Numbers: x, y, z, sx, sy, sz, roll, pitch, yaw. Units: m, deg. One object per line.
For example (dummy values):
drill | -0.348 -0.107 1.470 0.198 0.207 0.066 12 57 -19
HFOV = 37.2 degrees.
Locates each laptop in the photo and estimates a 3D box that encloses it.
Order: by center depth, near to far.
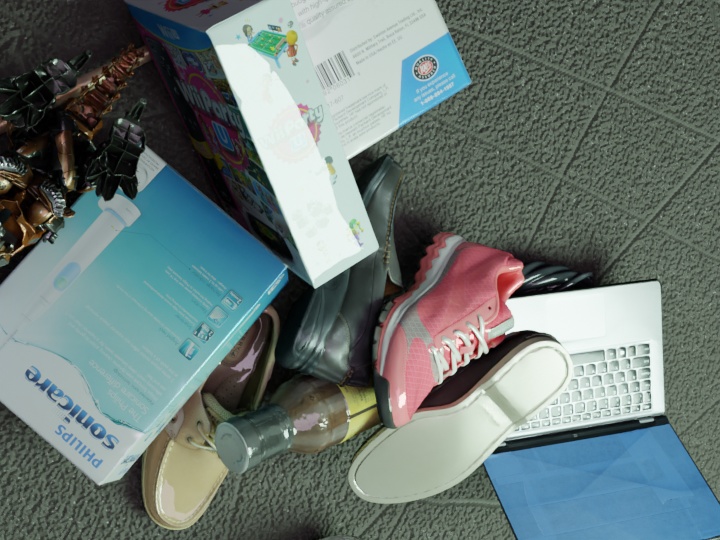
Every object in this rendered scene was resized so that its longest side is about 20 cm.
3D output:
laptop | 0.199 0.122 0.891 0.187 0.116 0.200 -6 99 -16

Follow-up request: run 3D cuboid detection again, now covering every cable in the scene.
cable | 0.135 0.071 0.953 0.163 0.051 0.200 42 85 -17

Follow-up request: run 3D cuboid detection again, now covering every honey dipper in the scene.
honey dipper | -0.202 -0.139 0.788 0.200 0.038 0.038 -29 108 -11

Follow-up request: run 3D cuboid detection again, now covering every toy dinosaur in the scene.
toy dinosaur | -0.211 -0.082 0.717 0.102 0.136 0.200 19 68 -26

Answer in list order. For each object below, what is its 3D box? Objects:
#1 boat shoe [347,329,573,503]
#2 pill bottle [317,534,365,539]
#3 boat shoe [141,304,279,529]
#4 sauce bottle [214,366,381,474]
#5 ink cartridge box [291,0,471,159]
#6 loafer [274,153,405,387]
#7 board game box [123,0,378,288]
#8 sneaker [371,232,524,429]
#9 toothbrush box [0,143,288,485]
boat shoe | 0.076 0.114 0.854 0.200 0.063 0.073 -35 107 4
pill bottle | 0.004 0.334 0.900 0.114 0.114 0.200 -32 109 -14
boat shoe | -0.118 0.114 0.842 0.071 0.065 0.200 19 91 -23
sauce bottle | -0.025 0.105 0.843 0.200 0.065 0.065 -17 105 -43
ink cartridge box | -0.028 -0.197 0.819 0.146 0.084 0.200 -32 108 -15
loafer | 0.000 0.000 0.847 0.072 0.073 0.200 28 67 -14
board game box | -0.075 -0.104 0.754 0.064 0.148 0.200 -32 124 -18
sneaker | 0.071 0.042 0.829 0.200 0.087 0.074 -59 149 -42
toothbrush box | -0.169 0.031 0.771 0.146 0.085 0.200 39 81 3
